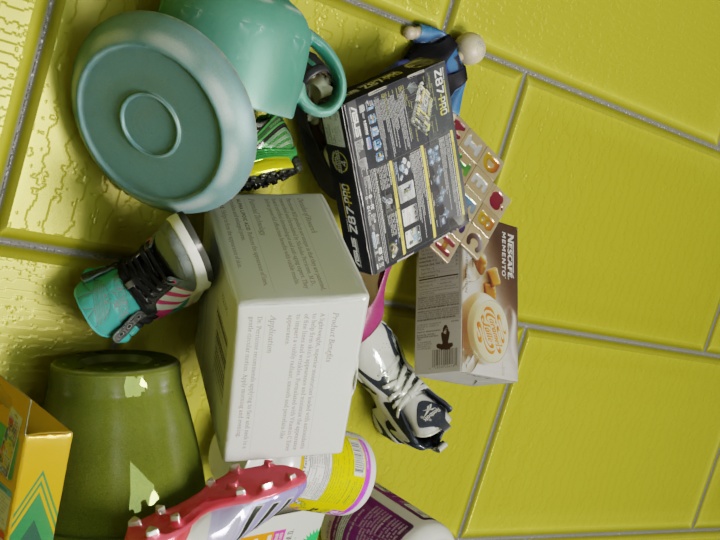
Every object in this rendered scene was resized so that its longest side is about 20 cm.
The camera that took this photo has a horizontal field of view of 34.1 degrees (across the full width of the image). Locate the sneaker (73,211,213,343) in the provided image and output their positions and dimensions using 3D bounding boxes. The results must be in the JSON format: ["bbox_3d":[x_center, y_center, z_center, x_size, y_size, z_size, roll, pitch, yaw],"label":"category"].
[{"bbox_3d":[-0.218,0.010,1.150,0.120,0.200,0.084,-27,80,-20],"label":"sneaker"}]

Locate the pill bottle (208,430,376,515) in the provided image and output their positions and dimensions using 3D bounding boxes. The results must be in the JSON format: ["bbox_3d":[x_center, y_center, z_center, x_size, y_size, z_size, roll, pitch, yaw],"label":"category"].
[{"bbox_3d":[-0.081,0.228,1.389,0.200,0.104,0.105,20,93,-44],"label":"pill bottle"}]

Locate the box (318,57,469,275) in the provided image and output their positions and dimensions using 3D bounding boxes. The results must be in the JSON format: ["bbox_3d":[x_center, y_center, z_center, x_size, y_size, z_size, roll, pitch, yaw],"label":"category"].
[{"bbox_3d":[0.041,-0.117,1.304,0.161,0.049,0.201,-28,119,-33],"label":"box"}]

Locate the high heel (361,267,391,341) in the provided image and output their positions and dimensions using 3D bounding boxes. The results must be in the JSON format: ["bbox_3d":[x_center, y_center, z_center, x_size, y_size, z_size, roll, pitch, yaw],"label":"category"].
[{"bbox_3d":[0.000,0.000,1.396,0.200,0.067,0.096,-62,146,-24],"label":"high heel"}]

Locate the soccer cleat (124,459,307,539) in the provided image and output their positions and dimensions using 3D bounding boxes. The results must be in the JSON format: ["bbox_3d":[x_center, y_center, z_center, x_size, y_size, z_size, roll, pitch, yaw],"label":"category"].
[{"bbox_3d":[-0.135,0.243,1.123,0.200,0.067,0.077,-18,114,-39],"label":"soccer cleat"}]

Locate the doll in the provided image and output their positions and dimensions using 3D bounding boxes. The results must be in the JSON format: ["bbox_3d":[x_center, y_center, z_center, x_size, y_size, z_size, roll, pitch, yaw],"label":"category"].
[{"bbox_3d":[0.078,-0.221,1.387,0.200,0.048,0.137,-42,116,-30],"label":"doll"}]

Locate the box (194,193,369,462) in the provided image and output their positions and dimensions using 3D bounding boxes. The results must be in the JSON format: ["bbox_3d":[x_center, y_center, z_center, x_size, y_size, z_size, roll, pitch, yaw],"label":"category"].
[{"bbox_3d":[-0.088,0.054,1.203,0.130,0.200,0.200,-2,124,-17],"label":"box"}]

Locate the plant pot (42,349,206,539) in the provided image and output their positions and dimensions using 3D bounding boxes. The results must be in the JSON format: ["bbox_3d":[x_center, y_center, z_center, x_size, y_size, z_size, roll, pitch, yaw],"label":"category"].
[{"bbox_3d":[-0.244,0.183,1.182,0.200,0.200,0.194,-4,97,-41],"label":"plant pot"}]

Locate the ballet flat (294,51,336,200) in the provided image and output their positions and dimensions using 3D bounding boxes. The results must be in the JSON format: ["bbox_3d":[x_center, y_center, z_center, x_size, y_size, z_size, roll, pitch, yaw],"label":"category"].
[{"bbox_3d":[-0.031,-0.152,1.309,0.073,0.073,0.200,-40,129,-23],"label":"ballet flat"}]

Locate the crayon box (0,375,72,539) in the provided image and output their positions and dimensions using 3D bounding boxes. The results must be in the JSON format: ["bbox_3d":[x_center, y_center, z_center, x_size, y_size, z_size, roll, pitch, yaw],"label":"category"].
[{"bbox_3d":[-0.330,0.193,1.102,0.051,0.126,0.201,3,104,-42],"label":"crayon box"}]

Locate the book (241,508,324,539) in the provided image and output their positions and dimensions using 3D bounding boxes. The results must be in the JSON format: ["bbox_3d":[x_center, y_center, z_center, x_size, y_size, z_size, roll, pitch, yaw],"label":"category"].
[{"bbox_3d":[-0.141,0.348,1.429,0.199,0.048,0.134,1,110,-44],"label":"book"}]

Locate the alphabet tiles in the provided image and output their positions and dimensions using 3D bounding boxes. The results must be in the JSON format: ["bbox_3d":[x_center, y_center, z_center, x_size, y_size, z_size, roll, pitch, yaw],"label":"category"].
[{"bbox_3d":[0.096,-0.113,1.413,0.200,0.006,0.167,43,60,-20],"label":"alphabet tiles"}]

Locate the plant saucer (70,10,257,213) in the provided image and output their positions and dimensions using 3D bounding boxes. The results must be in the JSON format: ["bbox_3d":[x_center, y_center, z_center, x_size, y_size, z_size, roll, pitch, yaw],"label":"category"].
[{"bbox_3d":[-0.189,-0.139,1.086,0.027,0.199,0.201,-50,139,-53],"label":"plant saucer"}]

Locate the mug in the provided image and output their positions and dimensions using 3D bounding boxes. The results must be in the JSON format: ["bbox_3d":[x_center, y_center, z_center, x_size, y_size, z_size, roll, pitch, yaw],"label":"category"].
[{"bbox_3d":[-0.115,-0.220,1.150,0.185,0.152,0.115,6,100,-50],"label":"mug"}]

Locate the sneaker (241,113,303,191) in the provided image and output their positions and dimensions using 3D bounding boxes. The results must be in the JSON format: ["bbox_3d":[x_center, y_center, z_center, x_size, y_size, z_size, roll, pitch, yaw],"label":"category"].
[{"bbox_3d":[-0.161,-0.120,1.215,0.199,0.078,0.086,-13,83,-32],"label":"sneaker"}]

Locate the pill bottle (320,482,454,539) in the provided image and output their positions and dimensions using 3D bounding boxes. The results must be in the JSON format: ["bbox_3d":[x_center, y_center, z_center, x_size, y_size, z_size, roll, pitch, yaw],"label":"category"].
[{"bbox_3d":[0.049,0.353,1.487,0.112,0.200,0.113,-17,117,-36],"label":"pill bottle"}]

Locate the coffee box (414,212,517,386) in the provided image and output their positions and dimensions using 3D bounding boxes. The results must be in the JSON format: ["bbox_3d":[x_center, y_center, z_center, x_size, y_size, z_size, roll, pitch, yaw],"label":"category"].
[{"bbox_3d":[0.134,0.037,1.473,0.114,0.080,0.201,15,71,-44],"label":"coffee box"}]

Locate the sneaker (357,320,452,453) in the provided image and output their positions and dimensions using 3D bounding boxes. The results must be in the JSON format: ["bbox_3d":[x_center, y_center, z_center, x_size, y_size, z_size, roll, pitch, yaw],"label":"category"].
[{"bbox_3d":[0.059,0.152,1.466,0.079,0.129,0.200,-33,125,-29],"label":"sneaker"}]
